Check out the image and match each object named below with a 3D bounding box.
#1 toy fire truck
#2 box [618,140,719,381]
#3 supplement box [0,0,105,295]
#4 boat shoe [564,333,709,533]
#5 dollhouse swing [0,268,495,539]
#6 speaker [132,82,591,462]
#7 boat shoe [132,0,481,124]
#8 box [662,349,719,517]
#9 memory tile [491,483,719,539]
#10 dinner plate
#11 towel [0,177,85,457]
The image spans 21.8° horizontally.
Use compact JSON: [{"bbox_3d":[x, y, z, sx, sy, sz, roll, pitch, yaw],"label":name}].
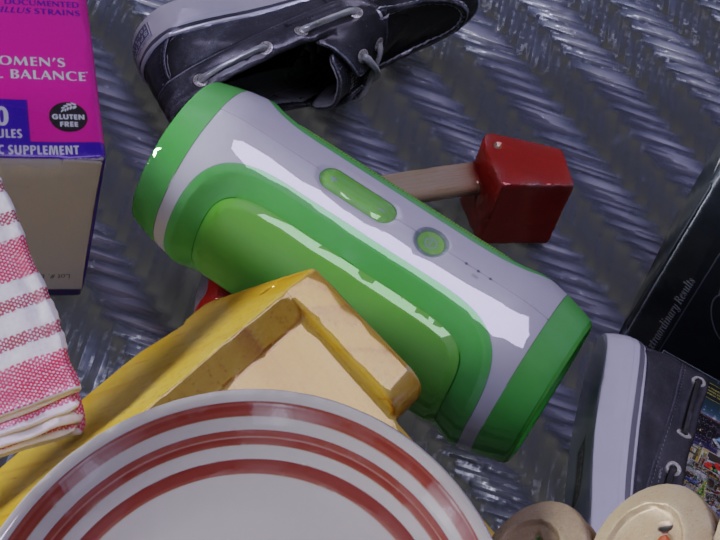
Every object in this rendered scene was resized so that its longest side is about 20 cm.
[{"bbox_3d":[0.013,-0.003,0.919,0.198,0.049,0.142,3,52,-15],"label":"toy fire truck"},{"bbox_3d":[0.251,0.010,0.922,0.199,0.149,0.107,29,49,5],"label":"box"},{"bbox_3d":[-0.185,-0.098,0.895,0.100,0.104,0.202,-1,52,-17],"label":"supplement box"},{"bbox_3d":[0.121,0.116,0.806,0.066,0.070,0.201,15,46,-2],"label":"boat shoe"},{"bbox_3d":[-0.057,0.133,0.745,0.200,0.181,0.176,-41,100,-23],"label":"dollhouse swing"},{"bbox_3d":[0.000,0.000,0.823,0.199,0.089,0.089,33,50,9],"label":"speaker"},{"bbox_3d":[-0.018,-0.117,0.983,0.198,0.072,0.068,-13,56,-23],"label":"boat shoe"},{"bbox_3d":[0.200,0.141,0.874,0.199,0.038,0.137,30,50,6],"label":"box"},{"bbox_3d":[0.068,0.139,0.593,0.017,0.199,0.155,38,50,-33],"label":"memory tile"},{"bbox_3d":[-0.044,0.136,0.625,0.198,0.024,0.202,-5,64,10],"label":"dinner plate"},{"bbox_3d":[-0.208,0.001,0.748,0.145,0.030,0.201,-19,64,-15],"label":"towel"}]
